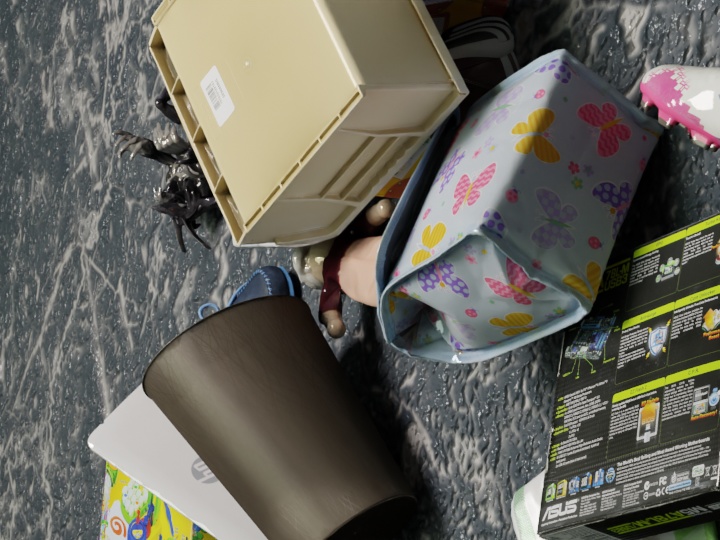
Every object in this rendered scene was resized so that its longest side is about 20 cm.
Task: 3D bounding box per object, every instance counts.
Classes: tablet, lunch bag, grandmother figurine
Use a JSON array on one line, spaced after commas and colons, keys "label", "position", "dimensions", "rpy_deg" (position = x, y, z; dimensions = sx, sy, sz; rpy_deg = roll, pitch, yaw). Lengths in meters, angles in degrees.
[{"label": "tablet", "position": [-0.115, 0.156, 1.824], "dimensions": [0.200, 0.130, 0.014], "rpy_deg": [32, 146, 20]}, {"label": "lunch bag", "position": [0.092, -0.036, 1.518], "dimensions": [0.200, 0.127, 0.170], "rpy_deg": [-31, 29, 58]}, {"label": "grandmother figurine", "position": [0.000, 0.000, 1.803], "dimensions": [0.121, 0.061, 0.200], "rpy_deg": [-58, 25, -8]}]

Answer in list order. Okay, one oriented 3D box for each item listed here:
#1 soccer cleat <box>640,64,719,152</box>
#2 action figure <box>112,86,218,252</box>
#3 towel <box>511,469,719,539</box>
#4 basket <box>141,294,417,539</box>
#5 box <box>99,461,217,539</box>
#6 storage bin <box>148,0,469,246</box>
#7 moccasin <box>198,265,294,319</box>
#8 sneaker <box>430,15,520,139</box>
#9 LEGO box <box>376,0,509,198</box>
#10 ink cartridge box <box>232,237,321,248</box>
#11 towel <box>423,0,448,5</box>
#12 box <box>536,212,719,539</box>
[{"label": "soccer cleat", "position": [0.254, -0.103, 1.362], "dimensions": [0.086, 0.070, 0.200], "rpy_deg": [-61, 36, 9]}, {"label": "action figure", "position": [-0.179, -0.122, 2.096], "dimensions": [0.119, 0.102, 0.200], "rpy_deg": [-8, 76, 48]}, {"label": "towel", "position": [0.172, 0.173, 1.487], "dimensions": [0.200, 0.031, 0.149], "rpy_deg": [-50, 45, 46]}, {"label": "basket", "position": [-0.054, 0.139, 1.752], "dimensions": [0.136, 0.180, 0.200], "rpy_deg": [-49, 65, 27]}, {"label": "box", "position": [-0.142, 0.252, 1.942], "dimensions": [0.200, 0.122, 0.193], "rpy_deg": [1, 86, 61]}, {"label": "storage bin", "position": [-0.048, -0.149, 1.575], "dimensions": [0.199, 0.094, 0.200], "rpy_deg": [-47, 59, 42]}, {"label": "moccasin", "position": [-0.119, 0.082, 1.984], "dimensions": [0.200, 0.068, 0.080], "rpy_deg": [-66, 34, 29]}, {"label": "sneaker", "position": [0.041, -0.110, 1.657], "dimensions": [0.200, 0.076, 0.116], "rpy_deg": [-16, 110, 30]}, {"label": "LEGO box", "position": [0.023, -0.184, 1.765], "dimensions": [0.200, 0.077, 0.149], "rpy_deg": [-62, 36, 34]}, {"label": "ink cartridge box", "position": [-0.083, -0.119, 1.833], "dimensions": [0.160, 0.047, 0.200], "rpy_deg": [-177, 77, -74]}, {"label": "towel", "position": [0.030, -0.275, 1.692], "dimensions": [0.024, 0.145, 0.200], "rpy_deg": [81, 177, -46]}, {"label": "box", "position": [0.195, 0.072, 1.407], "dimensions": [0.200, 0.047, 0.193], "rpy_deg": [-28, 45, 56]}]
